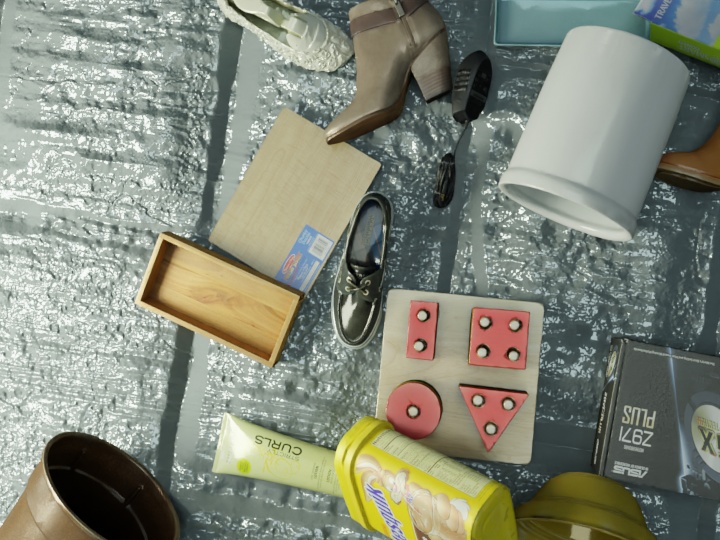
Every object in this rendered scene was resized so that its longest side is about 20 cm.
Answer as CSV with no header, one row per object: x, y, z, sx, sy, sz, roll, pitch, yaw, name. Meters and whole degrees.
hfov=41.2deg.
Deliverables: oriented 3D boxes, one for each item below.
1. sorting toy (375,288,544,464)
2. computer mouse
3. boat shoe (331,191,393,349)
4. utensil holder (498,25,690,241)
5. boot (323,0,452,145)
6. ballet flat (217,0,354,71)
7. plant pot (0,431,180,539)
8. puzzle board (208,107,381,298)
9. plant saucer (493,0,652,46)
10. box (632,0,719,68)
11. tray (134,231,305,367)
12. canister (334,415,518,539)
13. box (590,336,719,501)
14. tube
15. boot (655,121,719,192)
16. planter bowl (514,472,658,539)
0.121,0.131,1.179,0.197,0.070,0.202,5,88,6,sorting toy
0.121,-0.179,1.208,0.034,0.058,0.203,19,93,29,computer mouse
0.000,0.000,1.200,0.068,0.057,0.203,9,93,6,boat shoe
0.278,-0.160,1.131,0.168,0.170,0.202,23,87,7,utensil holder
0.020,-0.264,1.210,0.198,0.070,0.148,-24,87,-5,boot
-0.103,-0.316,1.228,0.198,0.072,0.072,27,90,6,ballet flat
-0.358,0.340,1.165,0.200,0.200,0.199,42,99,6,plant pot
-0.085,-0.087,1.239,0.150,0.017,0.202,30,91,6,puzzle board
0.269,-0.316,1.212,0.197,0.019,0.071,3,87,7,plant saucer
0.445,-0.308,1.152,0.199,0.048,0.123,30,81,23,box
-0.180,0.035,1.226,0.198,0.037,0.100,24,100,8,tray
0.077,0.267,1.099,0.198,0.150,0.086,20,48,39,canister
0.388,0.178,1.139,0.197,0.086,0.166,11,89,6,box
-0.089,0.242,1.208,0.197,0.052,0.058,13,48,11,tube
0.452,-0.173,1.154,0.197,0.077,0.158,5,89,4,boot
0.265,0.292,1.119,0.198,0.201,0.084,15,60,7,planter bowl
